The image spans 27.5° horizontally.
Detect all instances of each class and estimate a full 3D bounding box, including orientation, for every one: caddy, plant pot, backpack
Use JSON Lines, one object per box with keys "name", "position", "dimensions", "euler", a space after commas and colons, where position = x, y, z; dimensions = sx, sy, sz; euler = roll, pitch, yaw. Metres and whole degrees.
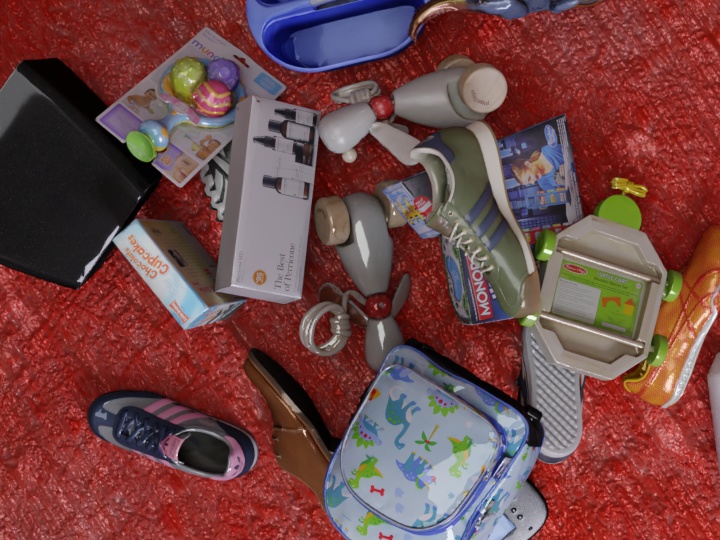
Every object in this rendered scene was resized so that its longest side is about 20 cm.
{"name": "caddy", "position": [-0.020, -0.285, 1.547], "dimensions": [0.198, 0.105, 0.143], "euler": [-12, 91, 8]}
{"name": "plant pot", "position": [-0.325, -0.091, 1.563], "dimensions": [0.177, 0.200, 0.201], "euler": [37, 96, -6]}
{"name": "backpack", "position": [0.060, 0.193, 1.452], "dimensions": [0.182, 0.147, 0.201], "euler": [31, 96, 21]}

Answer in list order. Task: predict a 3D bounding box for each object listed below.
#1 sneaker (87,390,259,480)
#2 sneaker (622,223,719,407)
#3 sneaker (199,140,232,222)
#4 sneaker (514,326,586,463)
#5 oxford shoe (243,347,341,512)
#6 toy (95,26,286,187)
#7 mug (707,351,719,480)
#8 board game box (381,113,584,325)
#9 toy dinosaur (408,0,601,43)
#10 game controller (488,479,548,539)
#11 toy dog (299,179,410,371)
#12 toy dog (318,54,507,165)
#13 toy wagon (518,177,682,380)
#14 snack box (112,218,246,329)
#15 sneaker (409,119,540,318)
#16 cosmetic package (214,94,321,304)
{"name": "sneaker", "position": [-0.212, 0.179, 1.604], "dimensions": [0.198, 0.082, 0.071], "euler": [13, 94, 8]}
{"name": "sneaker", "position": [0.330, 0.043, 1.528], "dimensions": [0.077, 0.073, 0.201], "euler": [22, 95, 5]}
{"name": "sneaker", "position": [-0.129, -0.107, 1.588], "dimensions": [0.090, 0.066, 0.201], "euler": [-30, 84, 9]}
{"name": "sneaker", "position": [0.203, 0.106, 1.552], "dimensions": [0.078, 0.080, 0.202], "euler": [9, 69, 2]}
{"name": "oxford shoe", "position": [-0.074, 0.176, 1.593], "dimensions": [0.071, 0.071, 0.201], "euler": [-35, 89, 12]}
{"name": "toy", "position": [-0.171, -0.185, 1.540], "dimensions": [0.115, 0.047, 0.200], "euler": [37, 54, 4]}
{"name": "mug", "position": [0.434, 0.147, 1.504], "dimensions": [0.149, 0.186, 0.154], "euler": [-22, 79, 40]}
{"name": "board game box", "position": [0.129, -0.048, 1.510], "dimensions": [0.198, 0.062, 0.202], "euler": [-8, 87, -20]}
{"name": "toy dinosaur", "position": [0.174, -0.299, 1.518], "dimensions": [0.199, 0.181, 0.106], "euler": [-22, 69, 40]}
{"name": "game controller", "position": [0.106, 0.288, 1.585], "dimensions": [0.200, 0.042, 0.104], "euler": [-42, 86, 8]}
{"name": "toy dog", "position": [0.000, 0.000, 1.562], "dimensions": [0.131, 0.096, 0.202], "euler": [10, 91, -18]}
{"name": "toy dog", "position": [0.064, -0.153, 1.540], "dimensions": [0.198, 0.132, 0.097], "euler": [-14, 111, 13]}
{"name": "toy wagon", "position": [0.247, 0.006, 1.486], "dimensions": [0.154, 0.040, 0.202], "euler": [17, 79, -11]}
{"name": "snack box", "position": [-0.185, 0.002, 1.534], "dimensions": [0.037, 0.200, 0.116], "euler": [-40, 86, 5]}
{"name": "sneaker", "position": [0.104, -0.044, 1.432], "dimensions": [0.089, 0.067, 0.202], "euler": [-12, 81, -23]}
{"name": "cosmetic package", "position": [-0.095, -0.073, 1.516], "dimensions": [0.082, 0.051, 0.202], "euler": [10, 79, -24]}
